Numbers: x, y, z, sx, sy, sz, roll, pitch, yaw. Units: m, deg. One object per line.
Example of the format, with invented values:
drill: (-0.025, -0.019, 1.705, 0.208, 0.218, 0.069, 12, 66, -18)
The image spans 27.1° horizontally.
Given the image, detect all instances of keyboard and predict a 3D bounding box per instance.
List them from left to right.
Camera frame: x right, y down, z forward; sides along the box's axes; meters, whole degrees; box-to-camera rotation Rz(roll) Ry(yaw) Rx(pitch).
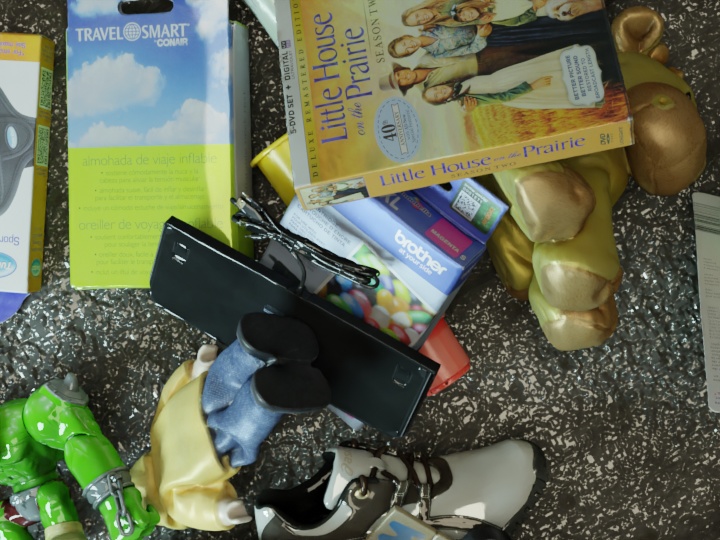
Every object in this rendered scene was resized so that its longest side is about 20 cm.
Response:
keyboard: (-0.040, 0.020, 0.948, 0.199, 0.021, 0.128, 28, 133, 6)

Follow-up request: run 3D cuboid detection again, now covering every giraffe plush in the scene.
giraffe plush: (0.154, -0.073, 0.971, 0.161, 0.173, 0.201, -25, 55, -7)

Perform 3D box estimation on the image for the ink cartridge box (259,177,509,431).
ink cartridge box: (0.000, 0.000, 0.959, 0.119, 0.042, 0.200, 39, 128, 9)

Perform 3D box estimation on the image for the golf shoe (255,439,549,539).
golf shoe: (0.025, 0.150, 0.983, 0.199, 0.078, 0.095, -25, 118, 2)

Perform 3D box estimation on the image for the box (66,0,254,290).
box: (-0.136, -0.088, 1.014, 0.121, 0.048, 0.202, -1, 92, 11)

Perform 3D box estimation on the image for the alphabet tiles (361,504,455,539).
alphabet tiles: (0.031, 0.262, 0.992, 0.167, 0.008, 0.200, 33, 113, -16)

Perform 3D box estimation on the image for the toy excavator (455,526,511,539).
toy excavator: (0.058, 0.289, 0.922, 0.199, 0.100, 0.195, -35, 107, 2)

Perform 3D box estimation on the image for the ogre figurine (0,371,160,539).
ogre figurine: (-0.230, 0.146, 1.005, 0.098, 0.200, 0.121, -8, 77, -39)

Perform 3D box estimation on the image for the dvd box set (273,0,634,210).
dvd box set: (0.051, -0.122, 0.893, 0.198, 0.029, 0.147, -10, 60, 6)

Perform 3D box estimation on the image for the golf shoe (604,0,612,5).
golf shoe: (0.104, -0.174, 0.979, 0.199, 0.095, 0.078, -23, 65, -2)

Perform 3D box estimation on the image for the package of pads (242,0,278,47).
package of pads: (-0.008, -0.250, 0.999, 0.200, 0.068, 0.155, -39, 90, 3)

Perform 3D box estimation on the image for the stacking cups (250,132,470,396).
stacking cups: (0.008, -0.009, 1.009, 0.060, 0.061, 0.200, -36, 90, 3)

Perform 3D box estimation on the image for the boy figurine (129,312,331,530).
boy figurine: (-0.097, 0.116, 0.968, 0.200, 0.064, 0.125, -50, 46, 38)

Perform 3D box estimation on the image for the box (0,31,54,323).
box: (-0.278, -0.064, 1.032, 0.118, 0.041, 0.202, 3, 89, 3)

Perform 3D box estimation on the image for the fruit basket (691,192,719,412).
fruit basket: (0.302, 0.030, 0.936, 0.184, 0.094, 0.201, 6, 48, 2)
